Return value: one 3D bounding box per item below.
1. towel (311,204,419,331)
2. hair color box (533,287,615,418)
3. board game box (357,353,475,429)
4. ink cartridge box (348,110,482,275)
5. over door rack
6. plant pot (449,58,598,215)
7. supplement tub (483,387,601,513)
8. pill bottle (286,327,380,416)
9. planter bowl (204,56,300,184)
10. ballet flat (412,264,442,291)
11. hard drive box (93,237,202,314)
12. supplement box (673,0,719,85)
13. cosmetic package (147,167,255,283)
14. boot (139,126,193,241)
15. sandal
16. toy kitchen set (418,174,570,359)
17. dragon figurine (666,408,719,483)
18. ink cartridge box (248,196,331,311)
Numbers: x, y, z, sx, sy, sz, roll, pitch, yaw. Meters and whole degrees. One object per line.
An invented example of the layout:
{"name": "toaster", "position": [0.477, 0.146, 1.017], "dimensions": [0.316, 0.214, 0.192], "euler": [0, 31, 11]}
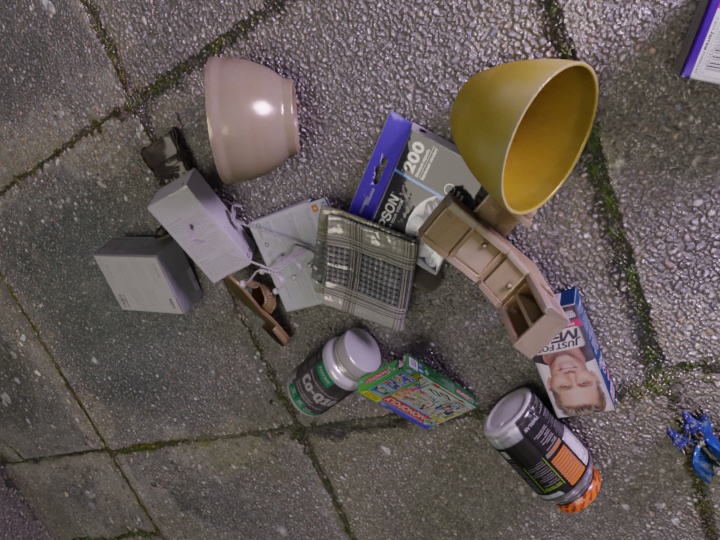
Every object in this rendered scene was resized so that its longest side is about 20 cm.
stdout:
{"name": "towel", "position": [0.000, 0.000, 0.955], "dimensions": [0.196, 0.035, 0.197], "euler": [22, 127, 19]}
{"name": "hair color box", "position": [0.346, 0.141, 0.900], "dimensions": [0.098, 0.061, 0.204], "euler": [-18, 106, 32]}
{"name": "board game box", "position": [0.109, 0.236, 1.027], "dimensions": [0.198, 0.030, 0.134], "euler": [34, 129, -29]}
{"name": "ink cartridge box", "position": [0.088, -0.128, 0.897], "dimensions": [0.197, 0.043, 0.201], "euler": [31, 118, 11]}
{"name": "over door rack", "position": [-0.194, -0.035, 0.979], "dimensions": [0.197, 0.148, 0.068], "euler": [30, 118, 9]}
{"name": "plant pot", "position": [0.207, -0.200, 0.743], "dimensions": [0.141, 0.197, 0.204], "euler": [38, 130, 38]}
{"name": "supplement tub", "position": [0.326, 0.322, 0.961], "dimensions": [0.201, 0.123, 0.122], "euler": [47, 125, -2]}
{"name": "pill bottle", "position": [-0.055, 0.207, 1.097], "dimensions": [0.113, 0.113, 0.200], "euler": [47, 125, -2]}
{"name": "planter bowl", "position": [-0.171, -0.252, 0.901], "dimensions": [0.131, 0.201, 0.205], "euler": [-4, 116, -3]}
{"name": "ballet flat", "position": [0.058, -0.023, 0.973], "dimensions": [0.196, 0.068, 0.046], "euler": [28, 167, 8]}
{"name": "hard drive box", "position": [-0.480, 0.011, 1.218], "dimensions": [0.195, 0.077, 0.159], "euler": [3, 126, 25]}
{"name": "supplement box", "position": [0.484, -0.257, 0.613], "dimensions": [0.196, 0.103, 0.104], "euler": [20, 121, 18]}
{"name": "cosmetic package", "position": [-0.306, -0.084, 1.056], "dimensions": [0.099, 0.072, 0.202], "euler": [-23, 124, 17]}
{"name": "boot", "position": [-0.397, -0.175, 1.113], "dimensions": [0.198, 0.069, 0.176], "euler": [-32, 97, 24]}
{"name": "sandal", "position": [-0.202, 0.064, 1.137], "dimensions": [0.077, 0.070, 0.214], "euler": [13, 143, 48]}
{"name": "toy kitchen set", "position": [0.215, -0.028, 0.787], "dimensions": [0.198, 0.182, 0.164], "euler": [34, 113, -16]}
{"name": "dragon figurine", "position": [0.554, 0.291, 0.847], "dimensions": [0.201, 0.099, 0.059], "euler": [48, 125, -3]}
{"name": "ink cartridge box", "position": [-0.100, -0.031, 1.047], "dimensions": [0.196, 0.041, 0.204], "euler": [-12, 108, 30]}
